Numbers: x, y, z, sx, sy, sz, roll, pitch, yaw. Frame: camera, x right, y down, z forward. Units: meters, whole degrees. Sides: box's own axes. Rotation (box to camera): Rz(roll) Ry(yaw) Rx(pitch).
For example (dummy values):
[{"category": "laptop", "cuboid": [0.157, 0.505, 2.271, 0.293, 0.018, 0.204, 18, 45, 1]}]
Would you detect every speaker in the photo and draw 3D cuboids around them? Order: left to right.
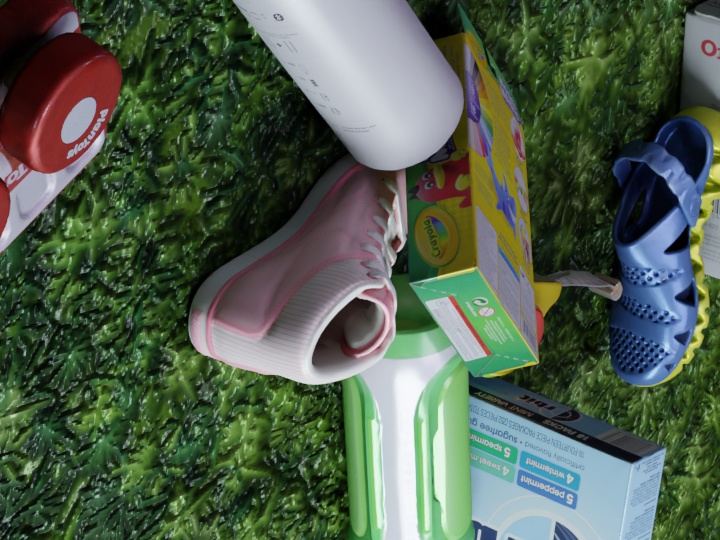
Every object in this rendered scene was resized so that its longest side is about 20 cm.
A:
[{"category": "speaker", "cuboid": [-0.013, -0.138, 1.471, 0.081, 0.081, 0.200, -58, 143, -14]}, {"category": "speaker", "cuboid": [0.030, 0.106, 1.653, 0.088, 0.088, 0.201, -33, 132, -40]}]

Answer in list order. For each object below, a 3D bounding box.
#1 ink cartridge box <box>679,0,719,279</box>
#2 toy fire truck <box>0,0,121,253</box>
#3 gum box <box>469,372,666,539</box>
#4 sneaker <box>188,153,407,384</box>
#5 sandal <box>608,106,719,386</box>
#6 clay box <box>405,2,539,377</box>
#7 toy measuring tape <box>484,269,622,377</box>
[{"category": "ink cartridge box", "cuboid": [0.307, -0.088, 1.870, 0.083, 0.145, 0.201, -29, 129, -43]}, {"category": "toy fire truck", "cuboid": [-0.198, -0.043, 1.262, 0.200, 0.112, 0.168, -50, 160, -23]}, {"category": "gum box", "cuboid": [0.107, 0.183, 1.724, 0.044, 0.169, 0.201, -17, 121, -49]}, {"category": "sneaker", "cuboid": [0.000, 0.000, 1.542, 0.200, 0.104, 0.076, -40, 135, -36]}, {"category": "sandal", "cuboid": [0.203, -0.017, 1.837, 0.087, 0.079, 0.201, 0, 99, -50]}, {"category": "clay box", "cuboid": [0.065, -0.051, 1.589, 0.115, 0.047, 0.201, 54, 27, -50]}, {"category": "toy measuring tape", "cuboid": [0.106, 0.034, 1.733, 0.200, 0.073, 0.074, 1, 107, -53]}]
